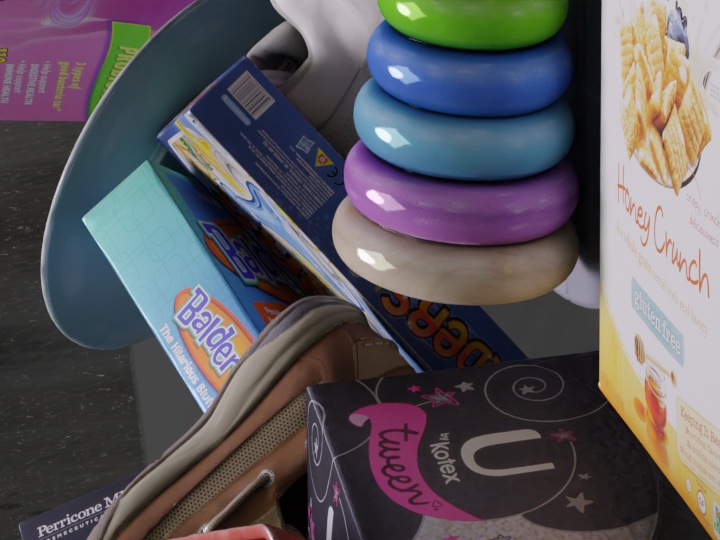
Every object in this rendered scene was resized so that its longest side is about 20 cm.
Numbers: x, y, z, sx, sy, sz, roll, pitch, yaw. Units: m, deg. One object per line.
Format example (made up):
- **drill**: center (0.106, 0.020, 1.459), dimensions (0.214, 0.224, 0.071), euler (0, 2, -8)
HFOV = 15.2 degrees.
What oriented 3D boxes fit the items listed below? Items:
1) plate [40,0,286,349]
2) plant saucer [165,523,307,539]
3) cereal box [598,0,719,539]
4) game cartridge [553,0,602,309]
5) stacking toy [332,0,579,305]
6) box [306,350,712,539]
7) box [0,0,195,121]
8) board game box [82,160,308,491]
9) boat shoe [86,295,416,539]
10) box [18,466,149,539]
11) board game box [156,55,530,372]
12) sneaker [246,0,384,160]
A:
- **plate**: center (-0.070, -0.045, 1.252), dimensions (0.026, 0.200, 0.201), euler (33, 142, 25)
- **plant saucer**: center (-0.021, 0.180, 0.865), dimensions (0.200, 0.037, 0.201), euler (157, 101, -69)
- **cereal box**: center (0.107, -0.032, 0.804), dimensions (0.144, 0.039, 0.201), euler (-121, 27, -67)
- **game cartridge**: center (0.075, -0.066, 0.986), dimensions (0.200, 0.041, 0.134), euler (-120, 22, -67)
- **stacking toy**: center (0.040, -0.094, 0.882), dimensions (0.085, 0.085, 0.201), euler (-118, 30, -64)
- **box**: center (0.060, 0.129, 0.901), dimensions (0.200, 0.131, 0.115), euler (-112, 19, -56)
- **box**: center (-0.116, -0.150, 1.330), dimensions (0.176, 0.199, 0.097), euler (119, 149, -65)
- **board game box**: center (-0.023, 0.053, 1.182), dimensions (0.200, 0.045, 0.152), euler (55, -165, 24)
- **boat shoe**: center (-0.048, 0.103, 1.046), dimensions (0.072, 0.200, 0.076), euler (35, 176, 27)
- **box**: center (-0.048, 0.177, 1.304), dimensions (0.182, 0.199, 0.104), euler (-108, -7, -49)
- **board game box**: center (0.000, 0.000, 1.128), dimensions (0.200, 0.034, 0.135), euler (47, 172, -5)
- **sneaker**: center (0.002, -0.073, 1.144), dimensions (0.200, 0.099, 0.078), euler (83, -167, -48)
